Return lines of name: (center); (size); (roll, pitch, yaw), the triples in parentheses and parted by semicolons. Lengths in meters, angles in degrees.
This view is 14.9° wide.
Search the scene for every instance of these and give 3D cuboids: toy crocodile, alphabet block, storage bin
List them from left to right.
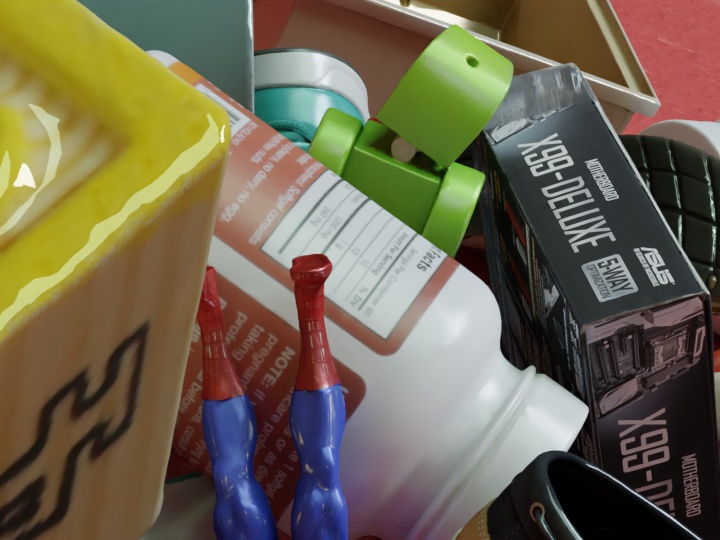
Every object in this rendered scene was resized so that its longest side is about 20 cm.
alphabet block: (-0.173, 0.019, 0.770); (0.195, 0.200, 0.196); (35, 55, 16)
toy crocodile: (0.000, 0.000, 1.038); (0.067, 0.201, 0.062); (22, 25, 2)
storage bin: (0.024, -0.128, 1.403); (0.199, 0.094, 0.199); (17, 29, -21)

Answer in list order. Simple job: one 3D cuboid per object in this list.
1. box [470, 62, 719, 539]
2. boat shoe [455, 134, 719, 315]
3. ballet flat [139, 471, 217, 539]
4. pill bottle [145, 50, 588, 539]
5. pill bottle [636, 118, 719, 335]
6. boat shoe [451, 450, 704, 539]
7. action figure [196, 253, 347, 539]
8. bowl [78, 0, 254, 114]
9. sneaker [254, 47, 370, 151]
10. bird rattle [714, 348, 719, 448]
box: (0.092, 0.046, 1.057); (0.050, 0.201, 0.158); (-14, 37, -6)
boat shoe: (0.118, -0.019, 1.268); (0.200, 0.076, 0.074); (19, -15, 41)
ballet flat: (-0.088, 0.108, 0.922); (0.069, 0.070, 0.200); (43, 26, 27)
pill bottle: (-0.025, 0.023, 0.954); (0.200, 0.112, 0.112); (36, 27, 2)
pill bottle: (0.222, -0.020, 1.374); (0.199, 0.120, 0.120); (4, 35, -38)
boat shoe: (0.121, 0.124, 0.858); (0.200, 0.062, 0.075); (32, 27, 8)
action figure: (-0.024, 0.099, 0.885); (0.065, 0.201, 0.052); (-8, 8, 4)
bowl: (-0.103, -0.063, 1.092); (0.105, 0.201, 0.201); (1, 32, -9)
sneaker: (-0.005, -0.004, 1.178); (0.200, 0.083, 0.121); (43, 44, -63)
bird rattle: (0.194, 0.066, 1.166); (0.162, 0.113, 0.200); (-4, 0, -12)
